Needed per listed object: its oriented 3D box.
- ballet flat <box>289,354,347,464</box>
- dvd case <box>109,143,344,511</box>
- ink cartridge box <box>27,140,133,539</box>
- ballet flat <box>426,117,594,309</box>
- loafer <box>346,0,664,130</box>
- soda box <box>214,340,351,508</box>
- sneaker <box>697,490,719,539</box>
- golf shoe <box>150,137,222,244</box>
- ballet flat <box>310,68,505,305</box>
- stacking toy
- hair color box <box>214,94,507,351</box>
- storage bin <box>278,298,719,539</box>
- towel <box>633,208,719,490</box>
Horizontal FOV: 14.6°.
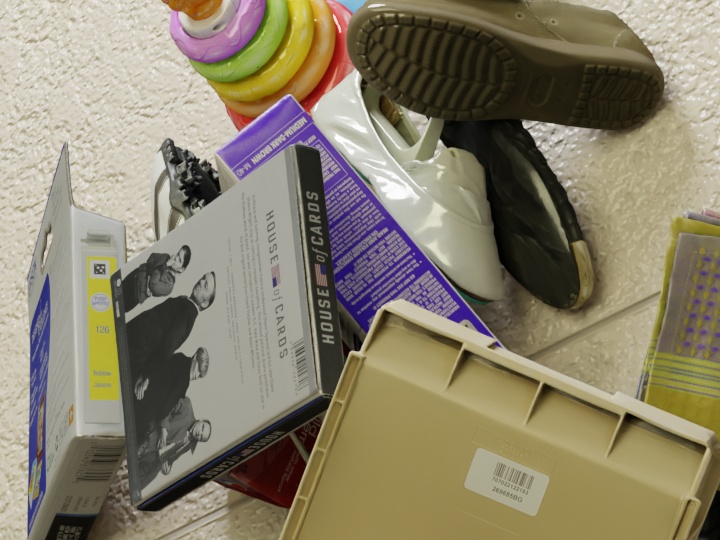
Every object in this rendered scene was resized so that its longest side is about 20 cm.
[{"bbox_3d":[0.008,0.107,1.633,0.200,0.072,0.072,44,98,3],"label":"ballet flat"},{"bbox_3d":[-0.078,0.036,1.601,0.200,0.025,0.151,-32,57,47],"label":"dvd case"},{"bbox_3d":[-0.180,0.053,1.786,0.047,0.198,0.201,5,63,-12],"label":"ink cartridge box"},{"bbox_3d":[0.096,-0.060,1.721,0.067,0.057,0.201,-52,52,36],"label":"ballet flat"},{"bbox_3d":[0.084,-0.132,1.694,0.068,0.199,0.076,-99,28,-48],"label":"loafer"},{"bbox_3d":[-0.045,0.041,1.755,0.063,0.070,0.201,16,78,40],"label":"soda box"},{"bbox_3d":[0.175,0.113,1.567,0.082,0.073,0.201,3,71,34],"label":"sneaker"},{"bbox_3d":[-0.110,0.007,1.724,0.094,0.078,0.201,-35,48,21],"label":"golf shoe"},{"bbox_3d":[0.036,-0.061,1.709,0.069,0.069,0.200,-46,49,8],"label":"ballet flat"},{"bbox_3d":[-0.077,-0.155,1.784,0.109,0.200,0.117,-3,68,33],"label":"stacking toy"},{"bbox_3d":[0.000,0.000,1.660,0.065,0.109,0.200,-37,81,-7],"label":"hair color box"},{"bbox_3d":[0.068,0.140,1.482,0.199,0.094,0.199,23,100,11],"label":"storage bin"},{"bbox_3d":[0.246,0.059,1.502,0.199,0.023,0.144,16,93,6],"label":"towel"}]
